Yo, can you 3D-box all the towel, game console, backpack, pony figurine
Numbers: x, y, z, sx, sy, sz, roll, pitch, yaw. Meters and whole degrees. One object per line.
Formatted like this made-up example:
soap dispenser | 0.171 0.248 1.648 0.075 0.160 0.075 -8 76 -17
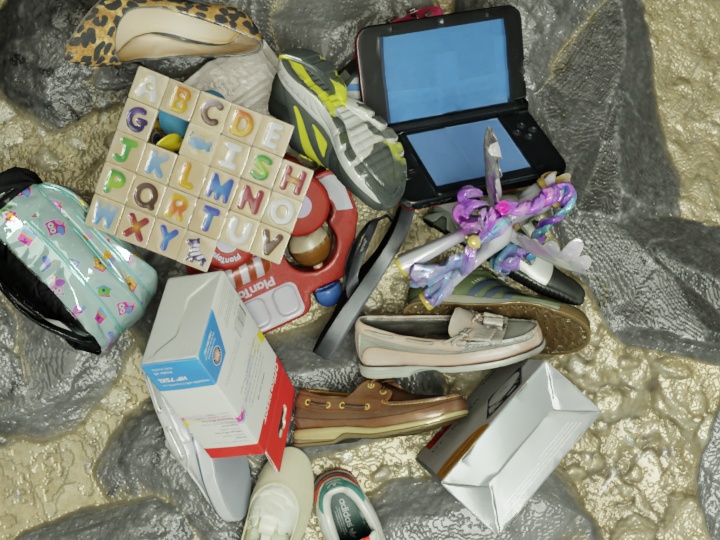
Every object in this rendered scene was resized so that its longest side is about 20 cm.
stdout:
towel | -0.153 -0.158 1.228 0.200 0.034 0.133 -39 87 -5
game console | 0.109 -0.175 1.172 0.199 0.119 0.173 -13 49 -17
backpack | -0.312 -0.009 1.151 0.200 0.167 0.127 45 79 -4
pony figurine | 0.132 -0.043 1.092 0.199 0.193 0.167 -33 90 5

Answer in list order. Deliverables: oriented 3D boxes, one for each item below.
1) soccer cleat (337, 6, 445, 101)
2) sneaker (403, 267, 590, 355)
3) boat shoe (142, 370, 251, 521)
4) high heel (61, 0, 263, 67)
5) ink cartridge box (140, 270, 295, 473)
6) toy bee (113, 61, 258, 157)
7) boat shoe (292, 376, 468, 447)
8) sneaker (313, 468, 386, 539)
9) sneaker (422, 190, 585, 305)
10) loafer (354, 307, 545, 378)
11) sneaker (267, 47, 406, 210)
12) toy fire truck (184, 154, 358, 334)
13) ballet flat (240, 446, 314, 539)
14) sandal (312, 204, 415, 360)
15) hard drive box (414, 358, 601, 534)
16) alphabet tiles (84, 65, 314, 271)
soccer cleat | 0.025 -0.215 1.233 0.200 0.070 0.087 -40 120 -14
sneaker | 0.149 0.032 1.196 0.199 0.090 0.067 6 127 4
boat shoe | -0.177 0.177 1.187 0.065 0.073 0.201 -18 91 26
high heel | -0.202 -0.242 1.158 0.142 0.072 0.200 27 41 20
ink cartridge box | -0.139 0.111 1.130 0.067 0.201 0.117 -9 44 19
toy bee | -0.179 -0.140 1.169 0.130 0.200 0.109 -4 117 -34
boat shoe | 0.015 0.144 1.162 0.199 0.072 0.068 -10 80 24
sneaker | 0.000 0.309 1.161 0.070 0.093 0.201 -20 86 -4
sneaker | 0.174 -0.038 1.211 0.199 0.074 0.089 34 86 1
loafer | 0.087 0.068 1.134 0.199 0.072 0.063 -9 107 18
sneaker | -0.025 -0.137 1.141 0.074 0.085 0.201 -22 70 -35
toy fire truck | -0.094 -0.021 1.189 0.199 0.112 0.169 -24 114 -9
ballet flat | -0.098 0.287 1.163 0.069 0.069 0.201 16 91 -1
sandal | 0.000 0.000 1.168 0.043 0.076 0.201 31 90 -5
hard drive box | 0.144 0.172 1.126 0.077 0.200 0.156 42 84 0
alphabet tiles | -0.155 -0.088 1.091 0.199 0.008 0.168 21 96 1
